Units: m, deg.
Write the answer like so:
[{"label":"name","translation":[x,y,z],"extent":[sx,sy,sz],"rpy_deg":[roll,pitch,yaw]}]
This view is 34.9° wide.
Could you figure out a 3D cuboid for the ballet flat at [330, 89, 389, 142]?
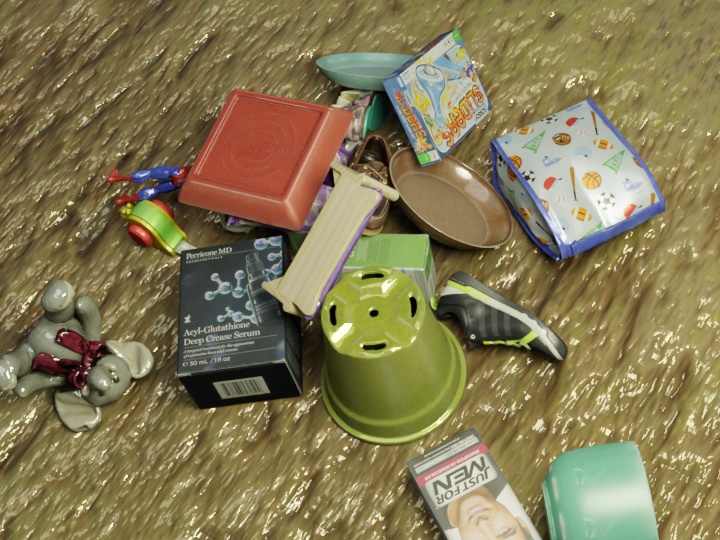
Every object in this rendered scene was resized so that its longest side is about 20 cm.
[{"label":"ballet flat","translation":[-0.008,-0.234,1.691],"extent":[0.071,0.069,0.200],"rpy_deg":[14,21,8]}]

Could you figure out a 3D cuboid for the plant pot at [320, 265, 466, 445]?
[{"label":"plant pot","translation":[0.028,0.095,1.466],"extent":[0.200,0.184,0.201],"rpy_deg":[-5,58,9]}]

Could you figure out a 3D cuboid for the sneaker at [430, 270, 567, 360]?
[{"label":"sneaker","translation":[0.183,0.079,1.527],"extent":[0.200,0.072,0.083],"rpy_deg":[33,90,29]}]

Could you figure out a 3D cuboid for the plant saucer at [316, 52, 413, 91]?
[{"label":"plant saucer","translation":[0.031,-0.303,1.751],"extent":[0.199,0.028,0.200],"rpy_deg":[2,21,-1]}]

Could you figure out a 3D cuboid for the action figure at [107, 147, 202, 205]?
[{"label":"action figure","translation":[-0.274,-0.152,1.748],"extent":[0.199,0.065,0.099],"rpy_deg":[-5,27,23]}]

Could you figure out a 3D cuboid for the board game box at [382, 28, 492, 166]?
[{"label":"board game box","translation":[0.115,-0.252,1.652],"extent":[0.034,0.136,0.200],"rpy_deg":[-14,21,36]}]

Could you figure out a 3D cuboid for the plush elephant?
[{"label":"plush elephant","translation":[-0.379,0.128,1.556],"extent":[0.155,0.200,0.165],"rpy_deg":[35,83,4]}]

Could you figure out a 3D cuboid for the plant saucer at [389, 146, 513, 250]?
[{"label":"plant saucer","translation":[0.121,-0.094,1.603],"extent":[0.200,0.037,0.201],"rpy_deg":[21,37,-17]}]

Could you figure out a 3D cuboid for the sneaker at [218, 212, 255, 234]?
[{"label":"sneaker","translation":[-0.142,-0.145,1.715],"extent":[0.075,0.076,0.200],"rpy_deg":[22,64,24]}]

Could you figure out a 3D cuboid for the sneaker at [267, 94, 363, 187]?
[{"label":"sneaker","translation":[-0.087,-0.184,1.691],"extent":[0.200,0.080,0.089],"rpy_deg":[28,76,-13]}]

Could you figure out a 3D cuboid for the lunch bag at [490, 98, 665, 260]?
[{"label":"lunch bag","translation":[0.297,-0.113,1.581],"extent":[0.170,0.124,0.200],"rpy_deg":[-26,50,-8]}]

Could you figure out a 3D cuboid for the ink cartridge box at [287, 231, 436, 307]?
[{"label":"ink cartridge box","translation":[0.000,0.000,1.579],"extent":[0.199,0.104,0.059],"rpy_deg":[2,58,12]}]

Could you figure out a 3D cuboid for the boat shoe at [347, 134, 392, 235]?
[{"label":"boat shoe","translation":[0.010,-0.124,1.594],"extent":[0.070,0.070,0.200],"rpy_deg":[18,31,-13]}]

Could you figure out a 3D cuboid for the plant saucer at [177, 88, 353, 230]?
[{"label":"plant saucer","translation":[-0.136,-0.166,1.585],"extent":[0.199,0.037,0.200],"rpy_deg":[14,65,22]}]

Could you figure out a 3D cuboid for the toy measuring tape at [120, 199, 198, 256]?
[{"label":"toy measuring tape","translation":[-0.281,-0.055,1.690],"extent":[0.200,0.074,0.074],"rpy_deg":[27,67,25]}]

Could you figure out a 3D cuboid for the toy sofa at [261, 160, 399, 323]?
[{"label":"toy sofa","translation":[-0.029,-0.029,1.470],"extent":[0.098,0.083,0.200],"rpy_deg":[34,98,37]}]

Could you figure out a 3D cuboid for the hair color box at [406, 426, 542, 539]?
[{"label":"hair color box","translation":[0.145,0.301,1.388],"extent":[0.099,0.061,0.200],"rpy_deg":[-27,58,-6]}]

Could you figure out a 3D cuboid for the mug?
[{"label":"mug","translation":[0.273,0.294,1.312],"extent":[0.114,0.152,0.185],"rpy_deg":[-9,55,6]}]

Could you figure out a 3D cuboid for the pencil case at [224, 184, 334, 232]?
[{"label":"pencil case","translation":[-0.090,-0.086,1.630],"extent":[0.199,0.084,0.086],"rpy_deg":[8,44,-7]}]

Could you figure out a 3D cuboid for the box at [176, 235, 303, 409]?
[{"label":"box","translation":[-0.163,0.071,1.566],"extent":[0.148,0.107,0.200],"rpy_deg":[-9,56,7]}]
